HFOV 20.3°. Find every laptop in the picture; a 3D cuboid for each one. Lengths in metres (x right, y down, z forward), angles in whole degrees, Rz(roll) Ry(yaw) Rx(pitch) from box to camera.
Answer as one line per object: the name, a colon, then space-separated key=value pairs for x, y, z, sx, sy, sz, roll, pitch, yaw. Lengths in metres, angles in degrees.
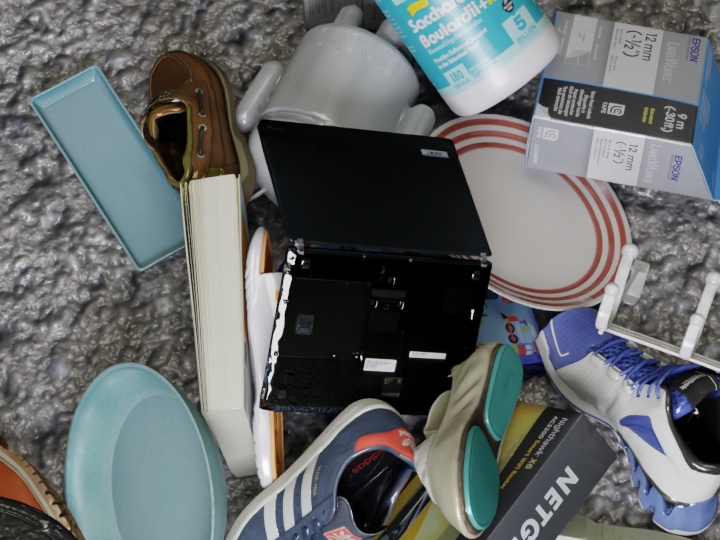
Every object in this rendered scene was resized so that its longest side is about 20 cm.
laptop: x=0.000 y=0.000 z=1.538 sx=0.176 sy=0.201 sz=0.103 roll=4 pitch=15 yaw=-27

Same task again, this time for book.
book: x=-0.102 y=0.045 z=1.586 sx=0.048 sy=0.134 sz=0.201 roll=-8 pitch=62 yaw=3

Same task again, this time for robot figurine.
robot figurine: x=-0.024 y=-0.126 z=1.684 sx=0.169 sy=0.113 sz=0.201 roll=15 pitch=63 yaw=22

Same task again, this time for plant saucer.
plant saucer: x=-0.208 y=-0.087 z=1.721 sx=0.070 sy=0.019 sz=0.200 roll=-29 pitch=65 yaw=-13
plant saucer: x=-0.157 y=0.169 z=1.515 sx=0.036 sy=0.200 sz=0.201 roll=-3 pitch=56 yaw=-40

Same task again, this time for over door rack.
over door rack: x=0.267 y=0.029 z=1.555 sx=0.147 sy=0.200 sz=0.067 roll=21 pitch=102 yaw=12

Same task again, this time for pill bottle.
pill bottle: x=0.069 y=-0.235 z=1.653 sx=0.111 sy=0.111 sz=0.200 roll=-41 pitch=102 yaw=-18

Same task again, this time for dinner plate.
dinner plate: x=0.132 y=-0.045 z=1.659 sx=0.199 sy=0.024 sz=0.201 roll=16 pitch=49 yaw=-19

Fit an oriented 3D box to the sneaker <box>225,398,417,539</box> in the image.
sneaker: x=-0.030 y=0.190 z=1.489 sx=0.200 sy=0.075 sz=0.085 roll=-53 pitch=34 yaw=7

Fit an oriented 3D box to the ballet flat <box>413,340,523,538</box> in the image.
ballet flat: x=0.073 y=0.127 z=1.462 sx=0.069 sy=0.070 sz=0.200 roll=13 pitch=35 yaw=8

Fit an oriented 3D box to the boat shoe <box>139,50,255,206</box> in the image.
boat shoe: x=-0.146 y=-0.127 z=1.676 sx=0.068 sy=0.072 sz=0.200 roll=17 pitch=27 yaw=-35

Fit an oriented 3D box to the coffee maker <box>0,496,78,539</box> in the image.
coffee maker: x=-0.268 y=0.278 z=1.432 sx=0.191 sy=0.200 sz=0.135 roll=-29 pitch=64 yaw=-14

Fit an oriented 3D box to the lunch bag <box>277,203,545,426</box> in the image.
lunch bag: x=0.053 y=0.029 z=1.630 sx=0.199 sy=0.094 sz=0.151 roll=-9 pitch=63 yaw=-21

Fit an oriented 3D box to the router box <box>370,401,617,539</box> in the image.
router box: x=0.076 y=0.187 z=1.505 sx=0.200 sy=0.157 sz=0.052 roll=-50 pitch=117 yaw=-21

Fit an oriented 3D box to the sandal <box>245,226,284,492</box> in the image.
sandal: x=-0.053 y=0.070 z=1.547 sx=0.059 sy=0.079 sz=0.208 roll=-4 pitch=83 yaw=3

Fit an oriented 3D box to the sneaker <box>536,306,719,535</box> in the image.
sneaker: x=0.230 y=0.094 z=1.555 sx=0.080 sy=0.115 sz=0.200 roll=-20 pitch=62 yaw=-30

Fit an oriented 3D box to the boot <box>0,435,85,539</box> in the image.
boot: x=-0.294 y=0.183 z=1.551 sx=0.107 sy=0.075 sz=0.200 roll=-44 pitch=56 yaw=-16

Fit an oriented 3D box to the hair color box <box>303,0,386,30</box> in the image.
hair color box: x=0.049 y=-0.262 z=1.760 sx=0.199 sy=0.099 sz=0.061 roll=1 pitch=61 yaw=1

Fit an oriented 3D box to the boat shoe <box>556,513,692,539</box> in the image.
boat shoe: x=0.200 y=0.233 z=1.527 sx=0.199 sy=0.071 sz=0.063 roll=13 pitch=106 yaw=5

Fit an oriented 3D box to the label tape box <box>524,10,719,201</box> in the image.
label tape box: x=0.249 y=-0.138 z=1.693 sx=0.199 sy=0.066 sz=0.144 roll=9 pitch=46 yaw=8
